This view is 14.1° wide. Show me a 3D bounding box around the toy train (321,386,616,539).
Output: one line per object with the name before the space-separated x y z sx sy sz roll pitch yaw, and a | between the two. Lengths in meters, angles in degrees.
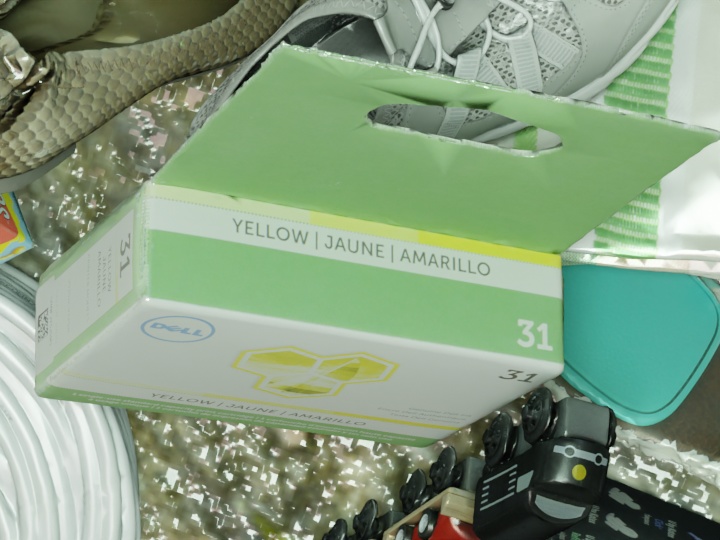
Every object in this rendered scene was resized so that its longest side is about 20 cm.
toy train | 0.030 0.088 0.971 0.034 0.200 0.046 16 65 -18

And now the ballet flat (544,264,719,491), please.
ballet flat | 0.120 0.050 0.992 0.200 0.072 0.072 36 106 19

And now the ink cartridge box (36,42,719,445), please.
ink cartridge box | 0.000 0.000 0.895 0.145 0.200 0.048 9 69 -23

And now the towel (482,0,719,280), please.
towel | 0.111 -0.070 0.977 0.200 0.023 0.153 5 87 8

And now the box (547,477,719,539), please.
box | 0.131 0.166 1.001 0.200 0.106 0.122 21 105 2

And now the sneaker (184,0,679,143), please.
sneaker | 0.028 -0.074 0.934 0.200 0.082 0.075 -39 79 6

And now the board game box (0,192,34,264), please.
board game box | -0.199 -0.052 0.903 0.105 0.200 0.103 -27 71 10

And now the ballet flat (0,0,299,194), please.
ballet flat | -0.074 -0.087 0.929 0.067 0.200 0.046 30 131 18

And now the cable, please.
cable | -0.174 0.085 1.045 0.200 0.069 0.200 -12 99 10
